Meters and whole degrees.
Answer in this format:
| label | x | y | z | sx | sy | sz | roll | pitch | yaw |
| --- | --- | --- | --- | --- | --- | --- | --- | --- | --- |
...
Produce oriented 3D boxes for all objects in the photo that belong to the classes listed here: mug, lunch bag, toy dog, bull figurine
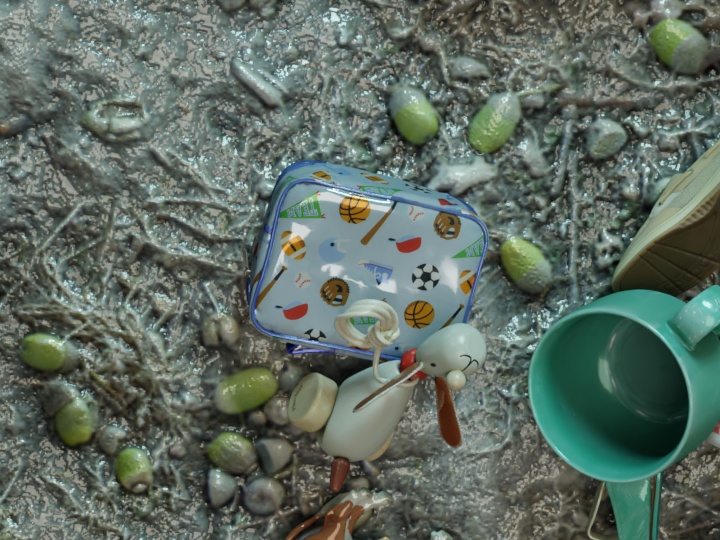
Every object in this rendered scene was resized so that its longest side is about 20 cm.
| label | x | y | z | sx | sy | sz | roll | pitch | yaw |
| --- | --- | --- | --- | --- | --- | --- | --- | --- | --- |
| mug | 0.248 | 0.091 | 1.349 | 0.185 | 0.114 | 0.152 | -8 | 97 | 37 |
| lunch bag | 0.000 | 0.000 | 1.344 | 0.199 | 0.076 | 0.161 | 13 | 106 | -10 |
| toy dog | 0.019 | 0.119 | 1.318 | 0.132 | 0.097 | 0.200 | 13 | 145 | -14 |
| bull figurine | 0.027 | 0.277 | 1.425 | 0.200 | 0.065 | 0.122 | 34 | 94 | -16 |

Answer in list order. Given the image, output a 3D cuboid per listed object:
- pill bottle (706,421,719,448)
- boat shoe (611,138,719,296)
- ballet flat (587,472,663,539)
| label | x | y | z | sx | sy | sz | roll | pitch | yaw |
| --- | --- | --- | --- | --- | --- | --- | --- | --- | --- |
| pill bottle | 0.371 | 0.062 | 1.380 | 0.114 | 0.114 | 0.201 | 11 | 98 | -10 |
| boat shoe | 0.290 | -0.052 | 1.372 | 0.072 | 0.065 | 0.200 | 27 | 119 | -26 |
| ballet flat | 0.243 | 0.253 | 1.452 | 0.070 | 0.067 | 0.201 | 1 | 106 | 18 |
